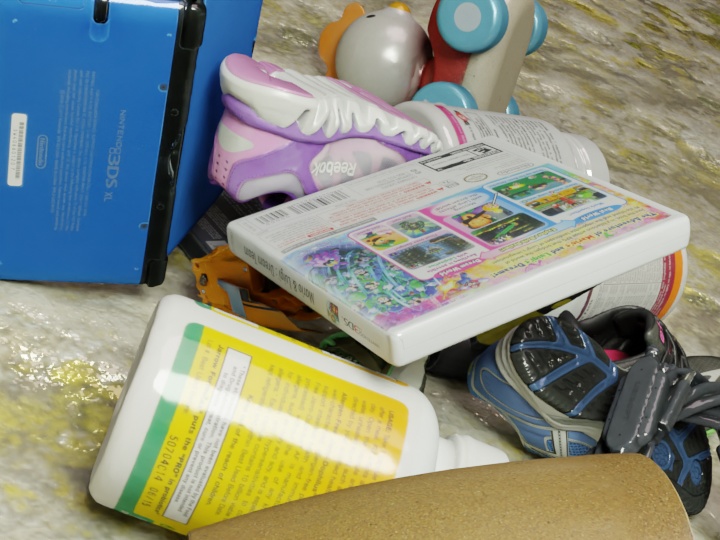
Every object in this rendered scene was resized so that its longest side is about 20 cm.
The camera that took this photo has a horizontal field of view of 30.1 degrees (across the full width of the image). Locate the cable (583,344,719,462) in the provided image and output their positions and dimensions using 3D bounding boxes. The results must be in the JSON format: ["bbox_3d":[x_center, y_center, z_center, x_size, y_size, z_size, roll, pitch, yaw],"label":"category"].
[{"bbox_3d":[0.202,0.154,0.825,0.163,0.051,0.201,42,48,-19],"label":"cable"}]

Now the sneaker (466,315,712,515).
[{"bbox_3d":[0.157,0.099,0.893,0.200,0.077,0.076,38,55,-20],"label":"sneaker"}]

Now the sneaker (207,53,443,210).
[{"bbox_3d":[-0.027,-0.074,0.849,0.080,0.089,0.200,32,16,33],"label":"sneaker"}]

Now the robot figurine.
[{"bbox_3d":[0.000,0.000,0.837,0.199,0.059,0.145,8,30,37],"label":"robot figurine"}]

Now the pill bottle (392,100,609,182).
[{"bbox_3d":[0.109,-0.075,1.118,0.199,0.114,0.113,2,36,-39],"label":"pill bottle"}]

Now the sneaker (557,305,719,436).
[{"bbox_3d":[0.210,0.072,0.978,0.199,0.084,0.077,8,32,-32],"label":"sneaker"}]

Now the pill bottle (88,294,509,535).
[{"bbox_3d":[-0.029,0.098,0.691,0.199,0.113,0.113,22,27,-10],"label":"pill bottle"}]

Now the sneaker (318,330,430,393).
[{"bbox_3d":[-0.002,0.056,0.844,0.088,0.077,0.200,15,24,1],"label":"sneaker"}]

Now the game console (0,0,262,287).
[{"bbox_3d":[-0.143,-0.102,0.808,0.169,0.201,0.119,3,39,-16],"label":"game console"}]

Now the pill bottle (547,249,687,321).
[{"bbox_3d":[0.155,-0.003,1.034,0.199,0.110,0.110,-1,38,-43],"label":"pill bottle"}]

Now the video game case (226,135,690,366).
[{"bbox_3d":[0.051,-0.020,0.760,0.199,0.024,0.182,-20,30,-27],"label":"video game case"}]

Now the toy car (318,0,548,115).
[{"bbox_3d":[0.050,-0.210,1.265,0.199,0.178,0.184,21,14,17],"label":"toy car"}]

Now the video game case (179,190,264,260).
[{"bbox_3d":[-0.062,-0.037,1.005,0.199,0.019,0.143,-2,39,-45],"label":"video game case"}]

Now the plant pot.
[{"bbox_3d":[0.021,0.164,0.572,0.198,0.187,0.187,6,31,-10],"label":"plant pot"}]

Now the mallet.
[{"bbox_3d":[0.121,0.027,0.880,0.066,0.200,0.041,16,59,-37],"label":"mallet"}]
